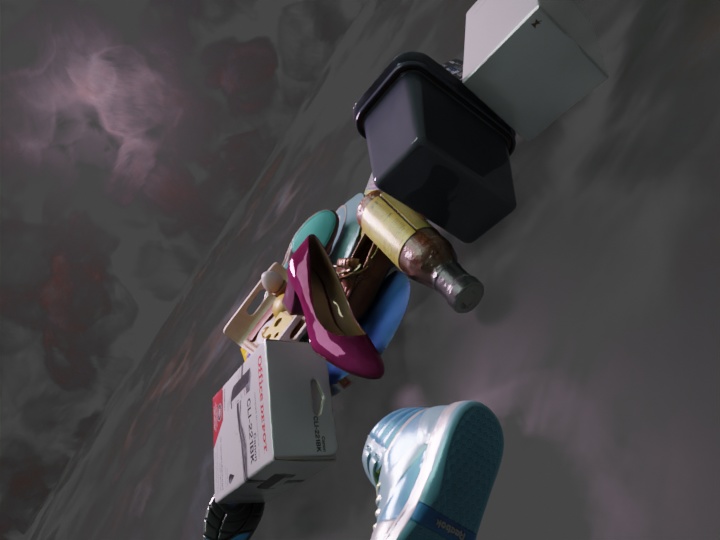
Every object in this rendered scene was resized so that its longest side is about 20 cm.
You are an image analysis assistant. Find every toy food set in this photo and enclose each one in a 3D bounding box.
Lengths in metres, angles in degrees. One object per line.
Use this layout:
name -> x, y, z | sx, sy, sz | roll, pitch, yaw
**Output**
toy food set -> -0.128, 0.058, 0.882 | 0.144, 0.060, 0.199 | -53, 25, -12

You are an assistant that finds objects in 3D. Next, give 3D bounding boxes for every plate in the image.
plate -> -0.047, -0.050, 1.076 | 0.201, 0.025, 0.202 | -58, 18, 32

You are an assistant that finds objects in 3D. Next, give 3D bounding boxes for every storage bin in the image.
storage bin -> 0.088, -0.126, 0.704 | 0.145, 0.198, 0.136 | -40, 35, 36

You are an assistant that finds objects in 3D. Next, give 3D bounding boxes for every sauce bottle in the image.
sauce bottle -> 0.065, -0.024, 0.691 | 0.066, 0.066, 0.200 | -51, 45, 13

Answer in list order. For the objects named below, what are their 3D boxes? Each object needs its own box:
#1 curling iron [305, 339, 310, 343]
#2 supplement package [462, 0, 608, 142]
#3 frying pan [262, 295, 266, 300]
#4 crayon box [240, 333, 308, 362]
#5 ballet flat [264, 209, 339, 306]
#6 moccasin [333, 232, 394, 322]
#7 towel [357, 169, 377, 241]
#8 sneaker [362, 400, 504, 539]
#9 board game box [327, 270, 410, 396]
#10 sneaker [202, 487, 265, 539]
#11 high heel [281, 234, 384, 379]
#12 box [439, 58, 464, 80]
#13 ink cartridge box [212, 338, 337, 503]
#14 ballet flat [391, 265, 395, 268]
curling iron -> -0.103, 0.125, 0.850 | 0.200, 0.026, 0.050 | -43, 26, 12
supplement package -> 0.209, -0.283, 0.740 | 0.119, 0.121, 0.202 | -39, 26, 38
frying pan -> -0.113, -0.010, 1.107 | 0.191, 0.031, 0.115 | -50, 8, -20
crayon box -> -0.160, 0.125, 1.092 | 0.127, 0.051, 0.200 | -57, 20, 0
ballet flat -> -0.097, -0.013, 1.019 | 0.201, 0.068, 0.067 | -55, -18, -6
moccasin -> -0.007, 0.004, 0.789 | 0.202, 0.078, 0.073 | -54, 22, -10
towel -> 0.035, -0.139, 1.005 | 0.144, 0.022, 0.203 | -158, 88, -76
sneaker -> 0.034, 0.203, 0.500 | 0.130, 0.079, 0.201 | -16, 36, 58
board game box -> 0.007, 0.090, 0.784 | 0.199, 0.039, 0.159 | -36, 23, 34
sneaker -> -0.170, 0.314, 0.838 | 0.201, 0.072, 0.083 | -76, 11, -53
high heel -> -0.029, 0.039, 0.691 | 0.199, 0.067, 0.097 | 36, 115, 39
box -> 0.108, -0.282, 0.959 | 0.157, 0.047, 0.201 | -22, 24, 5
ink cartridge box -> -0.116, 0.195, 0.751 | 0.200, 0.083, 0.146 | -45, 45, 44
ballet flat -> 0.000, 0.000, 0.912 | 0.200, 0.046, 0.068 | -40, 26, 40
